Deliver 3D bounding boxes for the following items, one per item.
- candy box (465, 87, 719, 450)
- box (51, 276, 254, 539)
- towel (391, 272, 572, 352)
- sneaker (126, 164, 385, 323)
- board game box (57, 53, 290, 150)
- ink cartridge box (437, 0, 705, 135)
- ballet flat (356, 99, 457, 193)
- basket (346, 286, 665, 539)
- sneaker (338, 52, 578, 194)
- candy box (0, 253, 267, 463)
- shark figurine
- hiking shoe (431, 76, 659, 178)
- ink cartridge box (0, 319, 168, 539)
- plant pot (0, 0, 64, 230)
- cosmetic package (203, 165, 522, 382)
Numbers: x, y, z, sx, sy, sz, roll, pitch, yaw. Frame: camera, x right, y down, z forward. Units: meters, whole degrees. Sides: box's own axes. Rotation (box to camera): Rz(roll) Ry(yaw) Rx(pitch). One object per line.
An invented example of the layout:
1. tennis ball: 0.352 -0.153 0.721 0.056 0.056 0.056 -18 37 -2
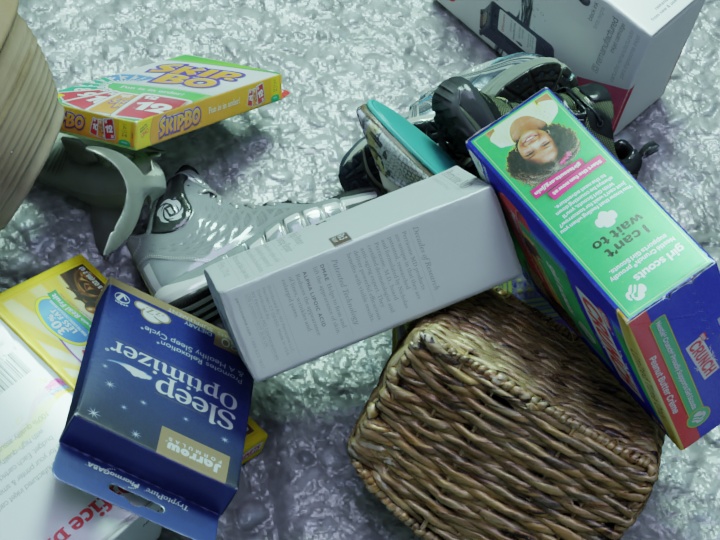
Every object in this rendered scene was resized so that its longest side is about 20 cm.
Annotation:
1. candy box: 0.170 0.000 1.372 0.077 0.169 0.200 -36 50 -5
2. box: -0.134 0.092 1.374 0.121 0.032 0.201 26 31 -13
3. towel: 0.113 0.005 1.503 0.198 0.023 0.145 -10 104 -15
4. sneaker: -0.084 -0.044 1.516 0.199 0.075 0.116 -25 63 -22
5. board game box: -0.142 -0.129 1.516 0.095 0.030 0.200 14 20 29
6. ink cartridge box: 0.163 -0.224 1.629 0.200 0.145 0.084 42 61 16
7. ballet flat: 0.067 -0.049 1.527 0.200 0.072 0.072 32 55 -16
8. basket: 0.103 0.118 1.429 0.199 0.143 0.149 29 22 1
9. sneaker: 0.071 -0.109 1.596 0.199 0.078 0.086 -25 26 -8
10. candy box: -0.167 0.076 1.435 0.200 0.026 0.102 42 42 16
11. shark figurine: -0.181 -0.051 1.485 0.127 0.214 0.090 7 98 -33
12. hiking shoe: 0.137 -0.108 1.537 0.101 0.199 0.076 -58 36 1
13. ink cartridge box: -0.246 0.140 1.364 0.200 0.085 0.144 42 60 17
14. plant pot: -0.267 -0.090 1.397 0.092 0.201 0.202 30 55 -18
15. cosmetic package: 0.000 0.000 1.399 0.199 0.102 0.074 -24 104 -7
